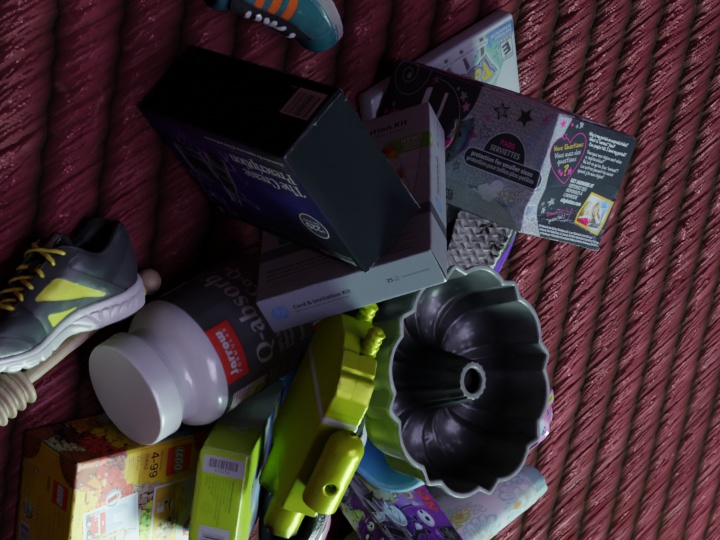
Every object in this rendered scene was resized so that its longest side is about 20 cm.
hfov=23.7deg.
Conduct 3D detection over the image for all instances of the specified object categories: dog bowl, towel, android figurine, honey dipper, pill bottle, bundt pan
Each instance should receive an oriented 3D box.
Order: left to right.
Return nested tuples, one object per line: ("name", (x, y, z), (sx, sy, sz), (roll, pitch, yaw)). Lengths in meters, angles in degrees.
("honey dipper", (-0.241, 0.059, 1.422), (0.200, 0.038, 0.038), (-43, 135, -30))
("pill bottle", (-0.126, 0.062, 1.475), (0.200, 0.116, 0.116), (-32, 130, -36))
("android figurine", (-0.030, 0.117, 1.418), (0.041, 0.182, 0.200), (20, 111, -16))
("dog bowl", (0.003, 0.124, 1.587), (0.112, 0.200, 0.050), (-54, 170, 32))
("towel", (0.076, 0.259, 1.749), (0.171, 0.200, 0.048), (-38, 102, -28))
("bundt pan", (0.072, 0.095, 1.495), (0.201, 0.076, 0.203), (1, 88, -43))

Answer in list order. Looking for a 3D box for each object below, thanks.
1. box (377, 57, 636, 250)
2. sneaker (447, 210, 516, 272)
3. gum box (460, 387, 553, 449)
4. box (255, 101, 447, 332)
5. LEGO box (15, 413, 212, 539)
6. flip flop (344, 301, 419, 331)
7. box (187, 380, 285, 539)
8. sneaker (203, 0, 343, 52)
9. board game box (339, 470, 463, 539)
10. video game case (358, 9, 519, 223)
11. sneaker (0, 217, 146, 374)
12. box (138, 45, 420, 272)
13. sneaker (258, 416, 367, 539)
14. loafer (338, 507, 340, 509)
("box", (0.124, -0.109, 1.566), (0.132, 0.200, 0.115), (11, 100, -49))
("sneaker", (0.103, 0.010, 1.740), (0.200, 0.069, 0.099), (-56, 169, 9))
("gum box", (0.079, 0.125, 1.644), (0.113, 0.199, 0.066), (-34, 143, -56))
("box", (-0.005, -0.048, 1.451), (0.200, 0.155, 0.041), (-86, 155, -49))
("LEGO box", (-0.218, 0.228, 1.494), (0.149, 0.077, 0.201), (-10, 116, -44))
("flip flop", (0.000, 0.000, 1.567), (0.081, 0.201, 0.058), (-17, 163, -4))
("box", (-0.108, 0.176, 1.526), (0.200, 0.047, 0.122), (-65, 165, -71))
("sneaker", (-0.091, -0.234, 1.411), (0.080, 0.071, 0.200), (-51, 133, -9))
("board game box", (0.008, 0.195, 1.633), (0.032, 0.200, 0.120), (-49, 146, 17))
("video game case", (0.086, -0.134, 1.683), (0.200, 0.022, 0.183), (-35, 132, -31))
("sneaker", (-0.257, 0.016, 1.360), (0.200, 0.074, 0.085), (-30, 124, -46))
("box", (-0.067, -0.092, 1.389), (0.079, 0.200, 0.141), (-52, 131, -15))
("sneaker", (-0.044, 0.180, 1.529), (0.086, 0.080, 0.201), (-40, 141, -80))
("loafer", (0.041, 0.183, 1.767), (0.200, 0.073, 0.072), (-34, 126, -42))
